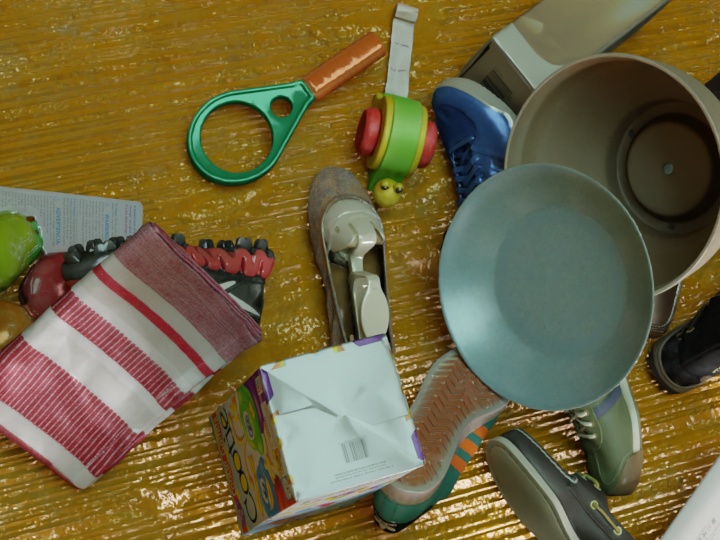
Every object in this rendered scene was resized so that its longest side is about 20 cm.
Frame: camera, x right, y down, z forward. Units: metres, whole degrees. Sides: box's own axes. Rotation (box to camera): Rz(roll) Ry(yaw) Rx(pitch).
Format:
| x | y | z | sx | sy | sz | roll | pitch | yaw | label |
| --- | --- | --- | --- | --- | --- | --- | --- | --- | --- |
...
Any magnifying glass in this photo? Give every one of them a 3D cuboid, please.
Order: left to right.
| x | y | z | sx | sy | sz | roll | pitch | yaw | label |
| --- | --- | --- | --- | --- | --- | --- | --- | --- | --- |
| -0.062 | -0.144 | 1.455 | 0.199 | 0.022 | 0.080 | -35 | 84 | -13 | magnifying glass |

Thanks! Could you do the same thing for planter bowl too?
| x | y | z | sx | sy | sz | roll | pitch | yaw | label |
| --- | --- | --- | --- | --- | --- | --- | --- | --- | --- |
| 0.239 | -0.082 | 1.410 | 0.134 | 0.200 | 0.202 | -12 | 76 | -54 | planter bowl |

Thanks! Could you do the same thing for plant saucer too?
| x | y | z | sx | sy | sz | roll | pitch | yaw | label |
| --- | --- | --- | --- | --- | --- | --- | --- | --- | --- |
| 0.157 | 0.012 | 1.376 | 0.039 | 0.200 | 0.202 | -11 | 75 | -53 | plant saucer |

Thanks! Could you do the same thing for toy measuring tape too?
| x | y | z | sx | sy | sz | roll | pitch | yaw | label |
| --- | --- | --- | --- | --- | --- | --- | --- | --- | --- |
| 0.037 | -0.152 | 1.476 | 0.073 | 0.074 | 0.202 | 13 | 71 | -14 | toy measuring tape |

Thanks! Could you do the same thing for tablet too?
| x | y | z | sx | sy | sz | roll | pitch | yaw | label |
| --- | --- | --- | --- | --- | --- | --- | --- | --- | --- |
| 0.302 | 0.253 | 1.439 | 0.200 | 0.014 | 0.131 | -47 | 117 | -27 | tablet |

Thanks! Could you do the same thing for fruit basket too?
| x | y | z | sx | sy | sz | roll | pitch | yaw | label |
| --- | --- | --- | --- | --- | --- | --- | --- | --- | --- |
| -0.268 | 0.025 | 1.333 | 0.199 | 0.094 | 0.187 | 7 | 72 | -32 | fruit basket |

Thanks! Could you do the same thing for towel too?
| x | y | z | sx | sy | sz | roll | pitch | yaw | label |
| --- | --- | --- | --- | --- | --- | --- | --- | --- | --- |
| -0.188 | 0.070 | 1.280 | 0.200 | 0.023 | 0.144 | -41 | 127 | 6 | towel |

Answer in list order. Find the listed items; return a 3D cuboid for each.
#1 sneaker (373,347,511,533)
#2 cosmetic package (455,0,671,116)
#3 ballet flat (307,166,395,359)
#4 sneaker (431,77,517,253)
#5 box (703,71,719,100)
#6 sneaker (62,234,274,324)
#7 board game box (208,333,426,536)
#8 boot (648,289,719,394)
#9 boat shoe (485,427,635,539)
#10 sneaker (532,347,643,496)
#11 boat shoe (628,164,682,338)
| x | y | z | sx | sy | sz | roll | pitch | yaw | label |
| --- | --- | --- | --- | --- | --- | --- | --- | --- | --- |
| 0.065 | 0.138 | 1.408 | 0.071 | 0.080 | 0.200 | 33 | 47 | 13 | sneaker |
| 0.190 | -0.216 | 1.525 | 0.200 | 0.105 | 0.071 | -38 | 88 | -25 | cosmetic package |
| 0.000 | 0.000 | 1.421 | 0.067 | 0.067 | 0.202 | -6 | 76 | -19 | ballet flat |
| 0.104 | -0.066 | 1.467 | 0.111 | 0.077 | 0.201 | -35 | 93 | -32 | sneaker |
| 0.375 | -0.117 | 1.502 | 0.114 | 0.200 | 0.133 | 8 | 72 | -13 | box |
| -0.149 | 0.021 | 1.332 | 0.199 | 0.070 | 0.099 | 3 | 87 | -47 | sneaker |
| -0.039 | 0.130 | 1.298 | 0.104 | 0.200 | 0.104 | -13 | 78 | -20 | board game box |
| 0.359 | 0.029 | 1.480 | 0.199 | 0.151 | 0.074 | -30 | 85 | -23 | boot |
| 0.182 | 0.209 | 1.419 | 0.060 | 0.072 | 0.202 | -39 | 96 | -24 | boat shoe |
| 0.183 | 0.094 | 1.439 | 0.089 | 0.067 | 0.202 | 0 | 83 | -28 | sneaker |
| 0.265 | -0.041 | 1.514 | 0.075 | 0.072 | 0.202 | 9 | 72 | -15 | boat shoe |
